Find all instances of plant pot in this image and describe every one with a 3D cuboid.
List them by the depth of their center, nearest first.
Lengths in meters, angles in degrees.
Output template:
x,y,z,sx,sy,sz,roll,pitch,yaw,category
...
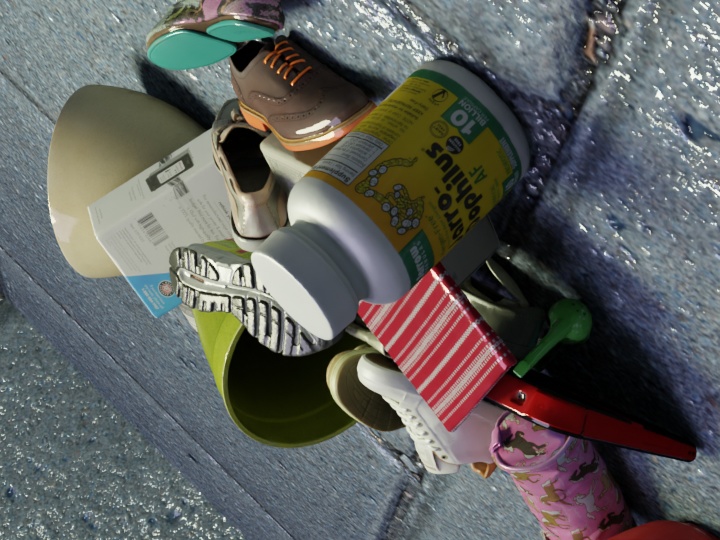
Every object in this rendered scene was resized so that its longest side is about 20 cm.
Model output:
x,y,z,sx,sy,sz,roll,pitch,yaw,category
-0.087,0.044,1.765,0.193,0.200,0.201,44,167,49,plant pot
-0.215,-0.092,1.786,0.133,0.201,0.201,1,144,18,plant pot

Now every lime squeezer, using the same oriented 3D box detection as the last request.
x,y,z,sx,sy,sz,roll,pitch,yaw,category
0.160,0.056,1.385,0.038,0.071,0.200,25,-178,9,lime squeezer

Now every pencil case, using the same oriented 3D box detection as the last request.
x,y,z,sx,sy,sz,roll,pitch,yaw,category
0.185,0.197,1.581,0.083,0.086,0.200,39,166,45,pencil case

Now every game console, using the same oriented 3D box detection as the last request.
x,y,z,sx,sy,sz,roll,pitch,yaw,category
0.155,0.107,1.428,0.176,0.031,0.200,21,-178,-38,game console

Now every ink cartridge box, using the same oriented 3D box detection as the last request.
x,y,z,sx,sy,sz,roll,pitch,yaw,category
-0.150,-0.059,1.691,0.116,0.199,0.067,57,-178,-32,ink cartridge box

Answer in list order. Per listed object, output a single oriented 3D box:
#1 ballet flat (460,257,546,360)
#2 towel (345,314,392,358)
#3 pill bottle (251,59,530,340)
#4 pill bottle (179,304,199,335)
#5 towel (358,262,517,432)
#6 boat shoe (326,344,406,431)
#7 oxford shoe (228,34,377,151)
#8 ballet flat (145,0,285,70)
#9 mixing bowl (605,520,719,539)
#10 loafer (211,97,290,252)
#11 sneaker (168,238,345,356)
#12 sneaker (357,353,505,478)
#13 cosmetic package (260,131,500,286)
x,y,z,sx,sy,sz,roll,pitch,yaw,category
0.078,0.003,1.473,0.200,0.064,0.067,37,-160,30,ballet flat
0.044,0.063,1.600,0.192,0.035,0.200,26,-178,-36,towel
0.019,-0.048,1.247,0.113,0.200,0.113,41,162,16,pill bottle
-0.155,0.011,1.941,0.116,0.116,0.200,29,157,44,pill bottle
0.038,0.020,1.361,0.200,0.022,0.145,53,152,12,towel
0.025,0.109,1.643,0.063,0.074,0.200,21,-175,38,boat shoe
-0.057,-0.150,1.430,0.200,0.071,0.073,20,143,56,oxford shoe
-0.116,-0.215,1.427,0.069,0.072,0.200,14,169,-27,ballet flat
0.285,0.296,1.542,0.200,0.108,0.200,41,163,16,mixing bowl
-0.097,-0.102,1.553,0.201,0.071,0.063,-104,4,-48,loafer
-0.079,0.011,1.565,0.199,0.090,0.079,25,123,36,sneaker
0.066,0.140,1.574,0.199,0.085,0.073,27,-177,-36,sneaker
0.014,-0.063,1.444,0.200,0.071,0.105,29,155,45,cosmetic package
